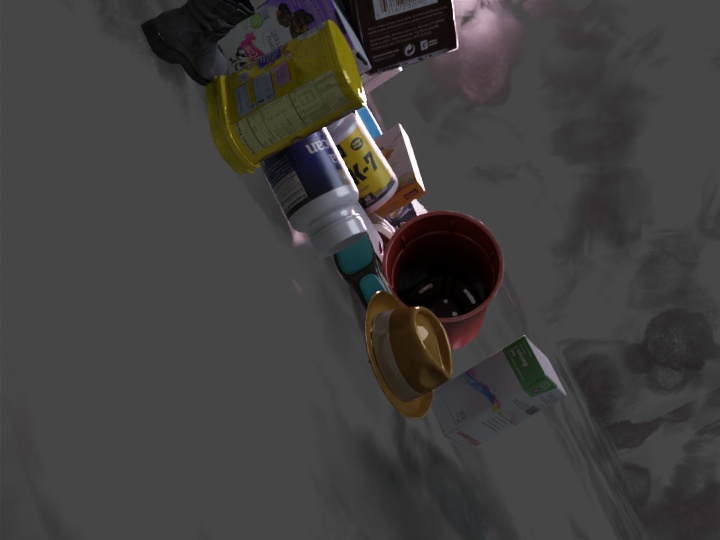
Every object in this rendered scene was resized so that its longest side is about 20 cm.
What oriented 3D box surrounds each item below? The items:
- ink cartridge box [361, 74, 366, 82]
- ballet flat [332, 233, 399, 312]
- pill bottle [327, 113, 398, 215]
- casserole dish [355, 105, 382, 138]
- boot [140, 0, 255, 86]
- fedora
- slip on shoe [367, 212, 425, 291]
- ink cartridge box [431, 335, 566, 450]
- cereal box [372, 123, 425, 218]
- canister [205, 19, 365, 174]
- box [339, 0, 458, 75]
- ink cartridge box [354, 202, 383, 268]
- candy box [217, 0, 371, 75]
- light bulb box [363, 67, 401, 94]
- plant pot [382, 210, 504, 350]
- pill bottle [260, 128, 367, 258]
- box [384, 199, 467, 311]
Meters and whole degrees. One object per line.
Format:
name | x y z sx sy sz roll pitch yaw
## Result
ink cartridge box | -0.101 -0.366 1.654 0.199 0.048 0.145 38 29 11
ballet flat | 0.000 0.000 1.541 0.202 0.067 0.075 64 -9 -13
pill bottle | -0.029 -0.202 1.699 0.201 0.113 0.115 54 15 -24
casserole dish | 0.004 -0.333 2.231 0.122 0.039 0.200 61 15 -1
boot | -0.192 -0.319 1.304 0.070 0.131 0.200 61 14 7
fedora | 0.082 0.119 1.454 0.200 0.081 0.203 40 41 -45
slip on shoe | 0.060 -0.033 1.781 0.200 0.076 0.061 41 30 -37
ink cartridge box | 0.232 0.213 1.650 0.145 0.199 0.085 38 23 -57
cereal box | 0.038 -0.179 1.832 0.040 0.143 0.201 49 17 -37
canister | -0.101 -0.235 1.309 0.087 0.198 0.150 48 22 -48
box | 0.040 -0.439 1.578 0.200 0.164 0.166 -129 -157 -58
ink cartridge box | -0.030 -0.093 1.618 0.201 0.050 0.109 57 14 -22
candy box | -0.107 -0.337 1.500 0.071 0.199 0.169 31 31 -62
light bulb box | -0.048 -0.388 1.818 0.126 0.197 0.200 60 13 5
plant pot | 0.142 0.034 1.660 0.196 0.198 0.203 78 -9 -63
pill bottle | -0.070 -0.125 1.407 0.202 0.110 0.111 63 14 6
box | 0.121 -0.037 1.971 0.164 0.085 0.202 38 27 -57
